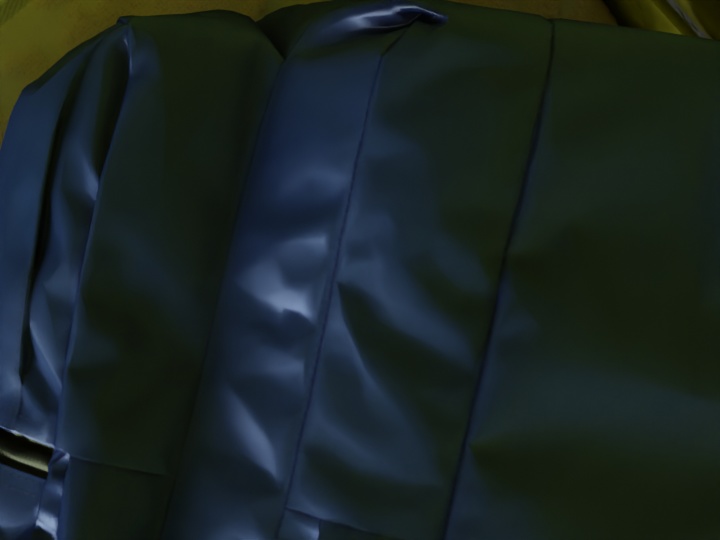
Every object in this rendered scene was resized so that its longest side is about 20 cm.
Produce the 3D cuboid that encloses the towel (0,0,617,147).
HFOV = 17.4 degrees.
[{"bbox_3d":[-0.041,-0.047,0.522,0.191,0.200,0.032,55,158,-23],"label":"towel"}]

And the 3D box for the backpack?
[{"bbox_3d":[0.002,0.050,0.452,0.163,0.167,0.201,-115,33,-84],"label":"backpack"}]
